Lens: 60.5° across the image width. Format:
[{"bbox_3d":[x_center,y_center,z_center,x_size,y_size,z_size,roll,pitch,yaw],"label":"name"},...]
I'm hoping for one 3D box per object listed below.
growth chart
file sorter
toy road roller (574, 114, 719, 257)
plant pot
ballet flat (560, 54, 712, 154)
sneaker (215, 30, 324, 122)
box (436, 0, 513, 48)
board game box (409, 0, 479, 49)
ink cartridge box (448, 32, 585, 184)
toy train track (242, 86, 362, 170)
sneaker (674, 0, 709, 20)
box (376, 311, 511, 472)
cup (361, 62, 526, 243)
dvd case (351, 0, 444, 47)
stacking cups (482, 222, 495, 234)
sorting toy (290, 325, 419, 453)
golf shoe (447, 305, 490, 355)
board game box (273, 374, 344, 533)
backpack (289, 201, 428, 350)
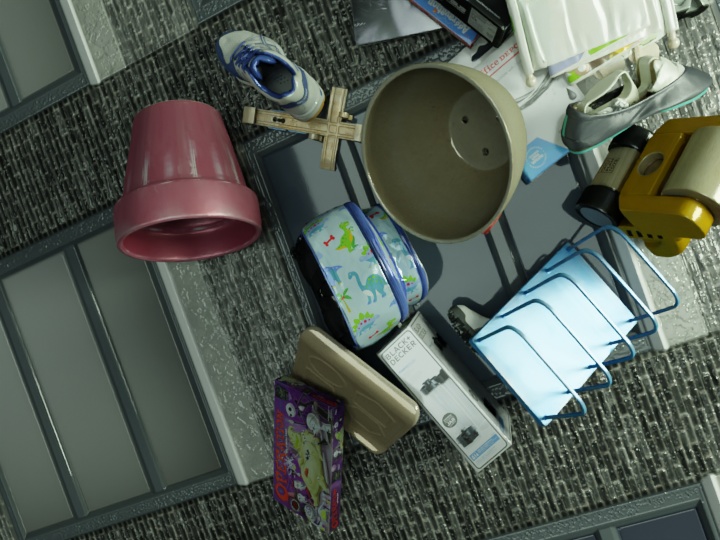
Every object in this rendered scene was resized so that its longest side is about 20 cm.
[{"bbox_3d":[0.272,-0.292,0.722,0.196,0.018,0.147,-16,115,5],"label":"growth chart"},{"bbox_3d":[0.262,0.064,0.748,0.199,0.123,0.139,-41,86,-19],"label":"file sorter"},{"bbox_3d":[0.369,-0.085,0.721,0.145,0.199,0.124,35,83,-23],"label":"toy road roller"},{"bbox_3d":[-0.246,-0.126,0.866,0.196,0.200,0.183,-13,77,14],"label":"plant pot"},{"bbox_3d":[0.321,-0.206,0.717,0.197,0.073,0.074,-26,90,-3],"label":"ballet flat"},{"bbox_3d":[-0.135,-0.287,0.855,0.199,0.088,0.076,36,97,19],"label":"sneaker"},{"bbox_3d":[0.147,-0.403,0.771,0.199,0.044,0.161,41,82,7],"label":"box"},{"bbox_3d":[0.101,-0.399,0.819,0.199,0.019,0.104,41,100,7],"label":"board game box"},{"bbox_3d":[0.206,-0.229,0.803,0.115,0.067,0.201,-37,86,14],"label":"ink cartridge box"},{"bbox_3d":[-0.082,-0.212,0.890,0.196,0.032,0.117,12,98,13],"label":"toy train track"},{"bbox_3d":[0.319,-0.334,0.767,0.196,0.074,0.090,-16,92,4],"label":"sneaker"},{"bbox_3d":[0.116,0.157,0.837,0.060,0.117,0.201,-42,85,13],"label":"box"},{"bbox_3d":[0.119,-0.153,0.739,0.197,0.143,0.204,19,124,31],"label":"cup"},{"bbox_3d":[0.080,-0.401,0.842,0.195,0.016,0.152,-6,94,13],"label":"dvd case"},{"bbox_3d":[0.106,-0.127,0.846,0.198,0.060,0.061,35,102,4],"label":"stacking cups"},{"bbox_3d":[-0.013,0.168,0.858,0.184,0.201,0.037,37,59,8],"label":"sorting toy"},{"bbox_3d":[0.212,0.094,0.840,0.198,0.078,0.095,35,82,8],"label":"golf shoe"},{"bbox_3d":[-0.078,0.266,0.899,0.119,0.032,0.205,17,112,40],"label":"board game box"},{"bbox_3d":[0.000,0.000,0.806,0.145,0.200,0.186,-28,87,-5],"label":"backpack"}]
